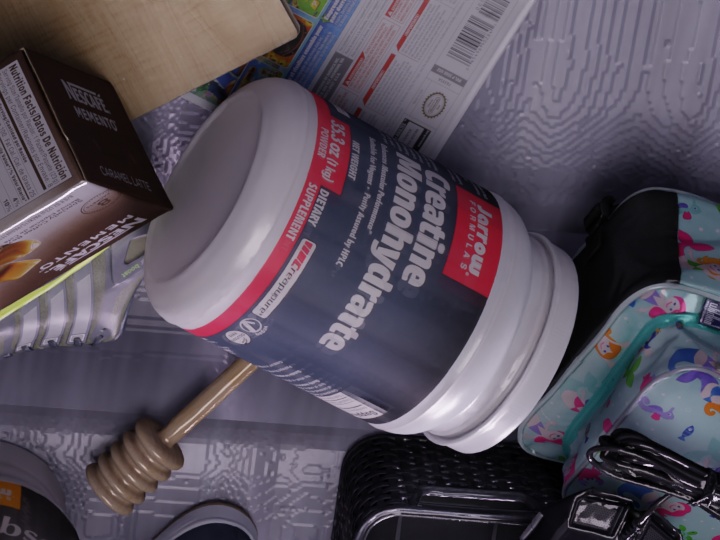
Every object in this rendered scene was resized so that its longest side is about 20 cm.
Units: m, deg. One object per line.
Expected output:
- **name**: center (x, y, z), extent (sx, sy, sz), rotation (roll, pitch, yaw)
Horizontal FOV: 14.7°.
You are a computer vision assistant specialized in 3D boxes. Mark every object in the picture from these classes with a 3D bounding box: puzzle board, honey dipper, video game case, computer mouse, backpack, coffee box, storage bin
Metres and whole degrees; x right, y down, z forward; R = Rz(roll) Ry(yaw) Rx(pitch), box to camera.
- **puzzle board**: center (-0.142, -0.175, 1.437), extent (0.150, 0.017, 0.200), rotation (-25, 109, 14)
- **honey dipper**: center (-0.073, 0.061, 1.568), extent (0.200, 0.038, 0.038), rotation (-42, 113, 14)
- **video game case**: center (-0.027, -0.135, 1.481), extent (0.200, 0.018, 0.143), rotation (26, 112, -17)
- **computer mouse**: center (0.156, 0.153, 1.499), extent (0.140, 0.046, 0.200), rotation (22, 137, -7)
- **backpack**: center (0.203, 0.061, 1.528), extent (0.199, 0.151, 0.178), rotation (14, 139, -20)
- **coffee box**: center (-0.213, -0.023, 1.425), extent (0.200, 0.114, 0.080), rotation (-30, 76, 13)
- **storage bin**: center (0.050, 0.206, 1.616), extent (0.135, 0.094, 0.201), rotation (4, 114, -8)

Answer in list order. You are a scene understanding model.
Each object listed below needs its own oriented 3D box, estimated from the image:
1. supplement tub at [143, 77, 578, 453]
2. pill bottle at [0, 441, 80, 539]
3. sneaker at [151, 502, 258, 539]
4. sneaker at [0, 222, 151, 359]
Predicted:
- **supplement tub**: center (0.000, 0.000, 1.464), extent (0.200, 0.140, 0.141), rotation (28, 112, -23)
- **pill bottle**: center (-0.209, 0.183, 1.525), extent (0.116, 0.200, 0.117), rotation (-2, 118, -4)
- **sneaker**: center (-0.133, 0.230, 1.608), extent (0.070, 0.109, 0.200), rotation (36, 109, -20)
- **sneaker**: center (-0.173, 0.020, 1.519), extent (0.200, 0.074, 0.081), rotation (-37, 120, 16)
